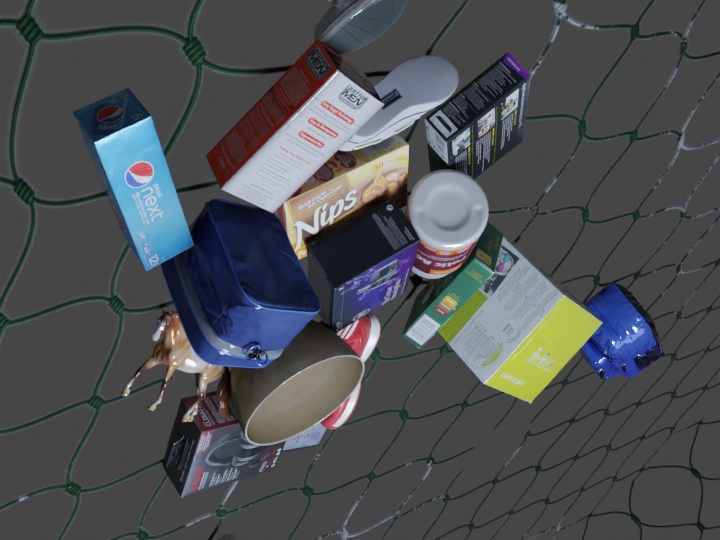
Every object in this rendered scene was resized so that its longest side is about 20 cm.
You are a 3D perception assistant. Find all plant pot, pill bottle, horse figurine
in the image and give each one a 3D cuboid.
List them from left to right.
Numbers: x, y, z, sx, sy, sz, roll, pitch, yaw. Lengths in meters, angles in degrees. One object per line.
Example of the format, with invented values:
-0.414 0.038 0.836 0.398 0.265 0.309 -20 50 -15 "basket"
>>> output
-0.243 0.142 1.261 0.200 0.050 0.134 35 80 -46 "horse figurine"
-0.112 0.140 1.312 0.199 0.135 0.201 -29 152 -17 "plant pot"
0.115 -0.059 1.303 0.114 0.115 0.200 -34 169 -10 "pill bottle"

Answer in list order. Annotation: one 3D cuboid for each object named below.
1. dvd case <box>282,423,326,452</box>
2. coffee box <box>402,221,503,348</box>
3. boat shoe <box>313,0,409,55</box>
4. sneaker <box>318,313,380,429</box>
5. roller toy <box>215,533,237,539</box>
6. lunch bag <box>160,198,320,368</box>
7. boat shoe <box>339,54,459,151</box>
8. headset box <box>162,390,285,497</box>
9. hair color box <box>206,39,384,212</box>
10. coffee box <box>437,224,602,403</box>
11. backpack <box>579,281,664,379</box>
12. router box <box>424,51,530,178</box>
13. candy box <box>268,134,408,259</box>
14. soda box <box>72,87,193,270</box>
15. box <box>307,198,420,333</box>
-0.092 0.236 1.543 0.142 0.018 0.201 -1 128 -44 "dvd case"
0.148 0.024 1.438 0.200 0.044 0.123 -51 -173 33 "coffee box"
0.018 -0.327 1.022 0.202 0.065 0.074 -42 157 26 "boat shoe"
-0.052 0.153 1.442 0.115 0.078 0.202 18 91 -40 "sneaker"
-0.234 0.582 1.625 0.139 0.183 0.201 -31 143 -15 "roller toy"
-0.152 0.029 1.109 0.135 0.201 0.132 12 132 -46 "lunch bag"
0.045 -0.213 1.167 0.199 0.072 0.066 -39 178 -27 "boat shoe"
-0.212 0.261 1.405 0.198 0.077 0.150 -9 133 -40 "headset box"
-0.079 -0.167 1.070 0.200 0.062 0.101 -41 147 18 "hair color box"
0.264 0.081 1.566 0.200 0.198 0.199 -49 144 11 "coffee box"
0.552 0.138 1.934 0.167 0.163 0.200 -38 146 1 "backpack"
0.165 -0.197 1.264 0.149 0.051 0.200 -38 162 -6 "router box"
-0.028 -0.104 1.217 0.198 0.055 0.116 -27 143 -20 "candy box"
-0.250 -0.098 1.005 0.067 0.064 0.201 -29 143 -18 "soda box"
0.000 0.000 1.280 0.140 0.079 0.200 -27 162 -13 "box"
